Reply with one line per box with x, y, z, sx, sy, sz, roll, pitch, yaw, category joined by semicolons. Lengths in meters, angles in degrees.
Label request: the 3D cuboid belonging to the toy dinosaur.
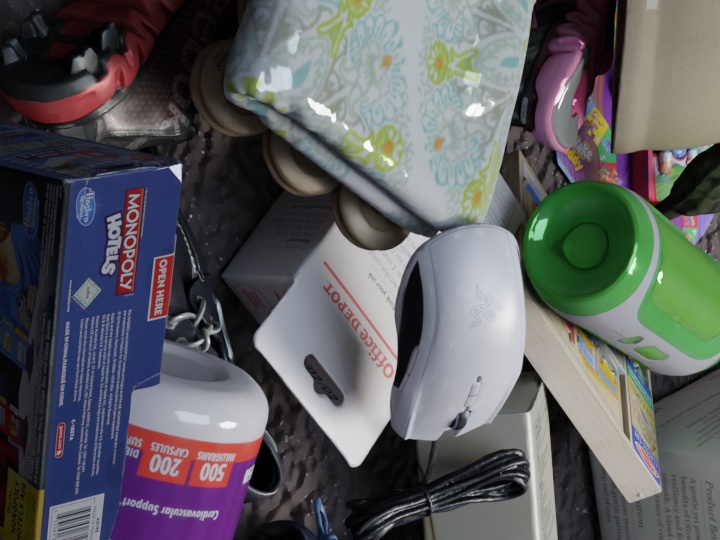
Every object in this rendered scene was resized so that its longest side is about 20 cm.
0.228;-0.057;1.282;0.088;0.200;0.048;-35;83;-38;toy dinosaur

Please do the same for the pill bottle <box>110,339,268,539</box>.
-0.122;0.138;0.971;0.112;0.112;0.201;7;103;-44;pill bottle

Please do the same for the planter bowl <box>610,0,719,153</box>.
0.226;-0.168;1.196;0.200;0.134;0.202;4;90;-84;planter bowl

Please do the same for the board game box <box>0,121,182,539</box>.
-0.170;0.012;0.894;0.061;0.199;0.201;-11;121;-39;board game box

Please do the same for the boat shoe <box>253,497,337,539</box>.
-0.035;0.175;1.091;0.199;0.084;0.069;-7;116;-46;boat shoe

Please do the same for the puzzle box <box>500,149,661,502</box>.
0.135;0.036;1.244;0.200;0.025;0.134;53;26;-34;puzzle box

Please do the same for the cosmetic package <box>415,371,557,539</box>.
0.081;0.171;1.190;0.104;0.072;0.202;-44;129;-76;cosmetic package

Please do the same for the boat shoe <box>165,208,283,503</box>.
-0.088;0.036;1.045;0.072;0.062;0.201;-33;116;-38;boat shoe

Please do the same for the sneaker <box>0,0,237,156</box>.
-0.109;-0.116;1.009;0.201;0.070;0.098;-53;144;-40;sneaker

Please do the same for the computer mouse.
0.050;0.065;1.047;0.109;0.044;0.201;-10;130;-17;computer mouse

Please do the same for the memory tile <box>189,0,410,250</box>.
0.005;-0.123;1.042;0.153;0.017;0.201;40;62;-25;memory tile

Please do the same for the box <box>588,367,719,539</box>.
0.291;0.185;1.356;0.199;0.171;0.201;-22;109;-41;box

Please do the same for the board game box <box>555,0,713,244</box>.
0.210;-0.094;1.342;0.200;0.039;0.159;50;60;-34;board game box

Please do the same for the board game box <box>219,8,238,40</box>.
0.019;-0.168;1.107;0.135;0.028;0.201;32;65;-10;board game box

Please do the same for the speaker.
0.170;0.008;1.204;0.200;0.088;0.089;29;73;-59;speaker

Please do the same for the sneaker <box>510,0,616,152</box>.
0.106;-0.144;1.213;0.200;0.095;0.080;-57;150;-56;sneaker

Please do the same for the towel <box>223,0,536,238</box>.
0.020;-0.125;0.977;0.200;0.048;0.172;34;65;-50;towel

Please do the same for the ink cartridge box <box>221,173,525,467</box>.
0.000;0.000;1.124;0.200;0.068;0.115;-55;126;-27;ink cartridge box
